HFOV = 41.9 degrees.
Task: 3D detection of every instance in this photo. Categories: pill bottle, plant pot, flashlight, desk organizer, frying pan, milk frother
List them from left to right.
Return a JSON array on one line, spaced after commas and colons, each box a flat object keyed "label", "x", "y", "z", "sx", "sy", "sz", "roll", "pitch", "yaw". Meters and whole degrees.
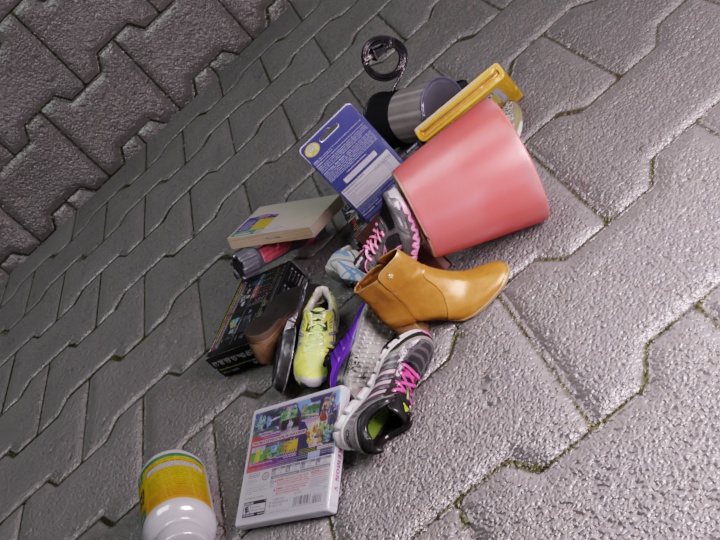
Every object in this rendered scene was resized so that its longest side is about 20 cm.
[{"label": "pill bottle", "x": -0.279, "y": 0.373, "z": 1.433, "sx": 0.113, "sy": 0.113, "sz": 0.200, "roll": -43, "pitch": 28, "yaw": 4}, {"label": "flashlight", "x": -0.157, "y": -0.052, "z": 1.817, "sx": 0.199, "sy": 0.068, "sz": 0.068, "roll": -30, "pitch": 22, "yaw": -30}, {"label": "frying pan", "x": -0.117, "y": 0.112, "z": 1.551, "sx": 0.115, "sy": 0.030, "sz": 0.193, "roll": -104, "pitch": 26, "yaw": -72}, {"label": "desk organizer", "x": 0.068, "y": -0.034, "z": 1.547, "sx": 0.077, "sy": 0.072, "sz": 0.200, "roll": -47, "pitch": 27, "yaw": 1}, {"label": "milk frother", "x": 0.095, "y": -0.352, "z": 1.807, "sx": 0.187, "sy": 0.200, "sz": 0.181, "roll": -1, "pitch": 46, "yaw": 54}, {"label": "plant pot", "x": 0.153, "y": -0.122, "z": 1.373, "sx": 0.176, "sy": 0.202, "sz": 0.201, "roll": -28, "pitch": 28, "yaw": 2}]

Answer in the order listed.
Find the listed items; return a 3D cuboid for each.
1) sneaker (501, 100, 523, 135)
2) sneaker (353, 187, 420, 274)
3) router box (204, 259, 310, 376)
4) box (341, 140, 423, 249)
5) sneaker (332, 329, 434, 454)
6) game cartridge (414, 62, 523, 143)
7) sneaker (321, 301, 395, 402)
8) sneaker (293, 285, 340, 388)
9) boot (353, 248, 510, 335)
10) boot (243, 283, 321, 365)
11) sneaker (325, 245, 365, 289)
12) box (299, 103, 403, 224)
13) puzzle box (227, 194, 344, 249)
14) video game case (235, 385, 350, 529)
[{"label": "sneaker", "x": 0.204, "y": -0.224, "z": 1.593, "sx": 0.077, "sy": 0.089, "sz": 0.201, "roll": 5, "pitch": 56, "yaw": 56}, {"label": "sneaker", "x": 0.035, "y": -0.030, "z": 1.388, "sx": 0.094, "sy": 0.202, "sz": 0.079, "roll": -13, "pitch": 42, "yaw": -10}, {"label": "router box", "x": -0.190, "y": 0.090, "z": 1.751, "sx": 0.149, "sy": 0.062, "sz": 0.201, "roll": -20, "pitch": 37, "yaw": 40}, {"label": "box", "x": 0.064, "y": -0.131, "z": 1.708, "sx": 0.200, "sy": 0.050, "sz": 0.158, "roll": -41, "pitch": 28, "yaw": 9}, {"label": "sneaker", "x": 0.048, "y": 0.173, "z": 1.292, "sx": 0.201, "sy": 0.074, "sz": 0.087, "roll": -51, "pitch": 34, "yaw": -12}, {"label": "game cartridge", "x": 0.192, "y": -0.271, "z": 1.618, "sx": 0.176, "sy": 0.033, "sz": 0.200, "roll": -38, "pitch": -13, "yaw": 15}, {"label": "sneaker", "x": -0.012, "y": 0.121, "z": 1.449, "sx": 0.099, "sy": 0.070, "sz": 0.202, "roll": -22, "pitch": 34, "yaw": 42}, {"label": "sneaker", "x": -0.075, "y": 0.107, "z": 1.527, "sx": 0.074, "sy": 0.077, "sz": 0.201, "roll": -4, "pitch": 39, "yaw": 4}, {"label": "boot", "x": 0.101, "y": 0.015, "z": 1.351, "sx": 0.200, "sy": 0.144, "sz": 0.071, "roll": -35, "pitch": 29, "yaw": 19}, {"label": "boot", "x": -0.129, "y": 0.092, "z": 1.663, "sx": 0.073, "sy": 0.076, "sz": 0.200, "roll": 3, "pitch": 32, "yaw": 36}, {"label": "sneaker", "x": 0.000, "y": 0.000, "z": 1.593, "sx": 0.073, "sy": 0.072, "sz": 0.200, "roll": -58, "pitch": 28, "yaw": -2}, {"label": "box", "x": -0.002, "y": -0.180, "z": 1.595, "sx": 0.121, "sy": 0.200, "sz": 0.032, "roll": -42, "pitch": 30, "yaw": 7}, {"label": "puzzle box", "x": -0.142, "y": -0.093, "z": 1.788, "sx": 0.198, "sy": 0.026, "sz": 0.133, "roll": -6, "pitch": 28, "yaw": 32}, {"label": "video game case", "x": -0.099, "y": 0.274, "z": 1.368, "sx": 0.199, "sy": 0.023, "sz": 0.184, "roll": -22, "pitch": 50, "yaw": 40}]
